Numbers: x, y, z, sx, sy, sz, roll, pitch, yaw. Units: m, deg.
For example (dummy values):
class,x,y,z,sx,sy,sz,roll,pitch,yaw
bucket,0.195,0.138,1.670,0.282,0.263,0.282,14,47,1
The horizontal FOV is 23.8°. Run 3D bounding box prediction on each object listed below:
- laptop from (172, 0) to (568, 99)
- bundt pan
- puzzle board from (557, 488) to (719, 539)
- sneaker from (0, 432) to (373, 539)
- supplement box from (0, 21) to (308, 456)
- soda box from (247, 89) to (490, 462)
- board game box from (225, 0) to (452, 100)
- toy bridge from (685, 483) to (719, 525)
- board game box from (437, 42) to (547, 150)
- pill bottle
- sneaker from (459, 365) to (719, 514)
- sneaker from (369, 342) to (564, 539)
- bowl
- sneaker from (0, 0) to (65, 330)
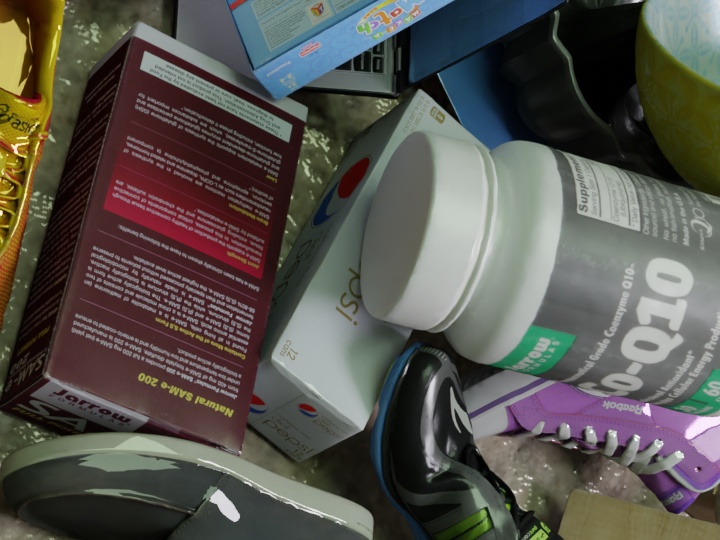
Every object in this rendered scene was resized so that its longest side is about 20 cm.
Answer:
class,x,y,z,sx,sy,sz,roll,pitch,yaw
laptop,0.002,-0.204,0.927,0.198,0.116,0.189,4,66,-7
bundt pan,0.157,-0.136,1.039,0.200,0.075,0.204,14,68,-38
puzzle board,0.158,0.225,0.911,0.149,0.017,0.201,13,61,15
sneaker,-0.077,0.145,0.797,0.199,0.075,0.107,19,59,-30
supplement box,-0.099,-0.010,0.855,0.108,0.061,0.202,25,58,-25
soda box,0.000,0.000,0.917,0.064,0.068,0.201,38,54,-15
board game box,-0.018,-0.209,0.910,0.037,0.150,0.201,45,19,-60
toy bridge,0.187,0.200,0.971,0.027,0.067,0.201,40,53,-15
board game box,0.075,-0.158,1.057,0.158,0.039,0.201,-33,99,-41
pill bottle,0.107,0.000,0.867,0.198,0.113,0.114,14,63,-18
sneaker,0.140,0.089,0.958,0.198,0.073,0.116,-15,88,-15
sneaker,0.064,0.126,0.877,0.071,0.082,0.201,-35,111,-51
bowl,0.240,-0.074,0.954,0.198,0.109,0.201,9,30,-5
sneaker,-0.183,-0.047,0.797,0.072,0.077,0.202,12,75,-32
